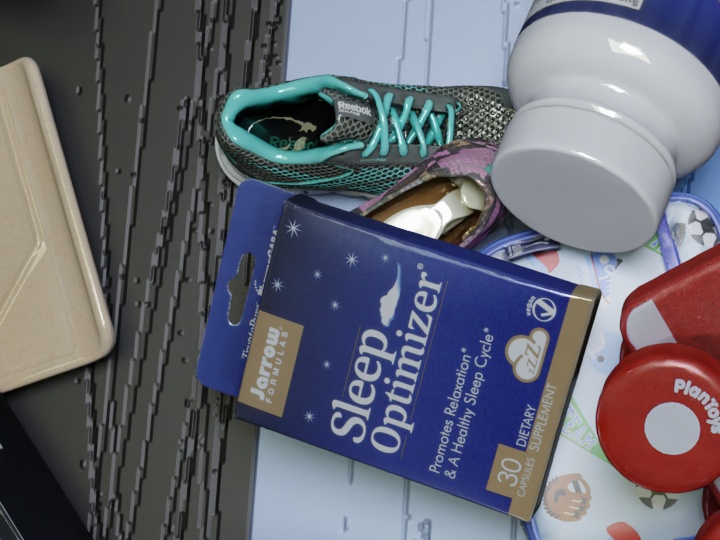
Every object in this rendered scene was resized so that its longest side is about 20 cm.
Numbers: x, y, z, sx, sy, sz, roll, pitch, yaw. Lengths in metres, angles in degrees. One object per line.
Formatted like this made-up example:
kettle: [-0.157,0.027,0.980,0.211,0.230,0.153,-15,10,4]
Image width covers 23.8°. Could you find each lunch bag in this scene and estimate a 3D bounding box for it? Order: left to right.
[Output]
lunch bag: [0.146,0.057,0.922,0.159,0.076,0.202,-14,81,5]

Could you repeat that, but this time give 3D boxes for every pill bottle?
pill bottle: [0.143,-0.116,0.892,0.119,0.120,0.201,20,65,11]

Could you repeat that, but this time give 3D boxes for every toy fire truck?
toy fire truck: [0.213,0.069,0.793,0.167,0.112,0.201,-30,95,22]

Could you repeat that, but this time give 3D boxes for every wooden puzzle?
wooden puzzle: [-0.253,-0.009,1.015,0.198,0.037,0.187,-19,80,10]

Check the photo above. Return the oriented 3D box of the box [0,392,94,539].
box: [-0.216,0.186,0.946,0.141,0.079,0.201,-37,78,12]

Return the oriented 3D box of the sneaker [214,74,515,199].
sneaker: [0.008,-0.073,0.952,0.198,0.091,0.078,-2,83,9]

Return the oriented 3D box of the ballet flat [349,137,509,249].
ballet flat: [0.000,0.000,0.925,0.200,0.071,0.069,-38,85,21]

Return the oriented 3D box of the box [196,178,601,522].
box: [0.011,0.039,0.875,0.198,0.032,0.122,18,106,14]
